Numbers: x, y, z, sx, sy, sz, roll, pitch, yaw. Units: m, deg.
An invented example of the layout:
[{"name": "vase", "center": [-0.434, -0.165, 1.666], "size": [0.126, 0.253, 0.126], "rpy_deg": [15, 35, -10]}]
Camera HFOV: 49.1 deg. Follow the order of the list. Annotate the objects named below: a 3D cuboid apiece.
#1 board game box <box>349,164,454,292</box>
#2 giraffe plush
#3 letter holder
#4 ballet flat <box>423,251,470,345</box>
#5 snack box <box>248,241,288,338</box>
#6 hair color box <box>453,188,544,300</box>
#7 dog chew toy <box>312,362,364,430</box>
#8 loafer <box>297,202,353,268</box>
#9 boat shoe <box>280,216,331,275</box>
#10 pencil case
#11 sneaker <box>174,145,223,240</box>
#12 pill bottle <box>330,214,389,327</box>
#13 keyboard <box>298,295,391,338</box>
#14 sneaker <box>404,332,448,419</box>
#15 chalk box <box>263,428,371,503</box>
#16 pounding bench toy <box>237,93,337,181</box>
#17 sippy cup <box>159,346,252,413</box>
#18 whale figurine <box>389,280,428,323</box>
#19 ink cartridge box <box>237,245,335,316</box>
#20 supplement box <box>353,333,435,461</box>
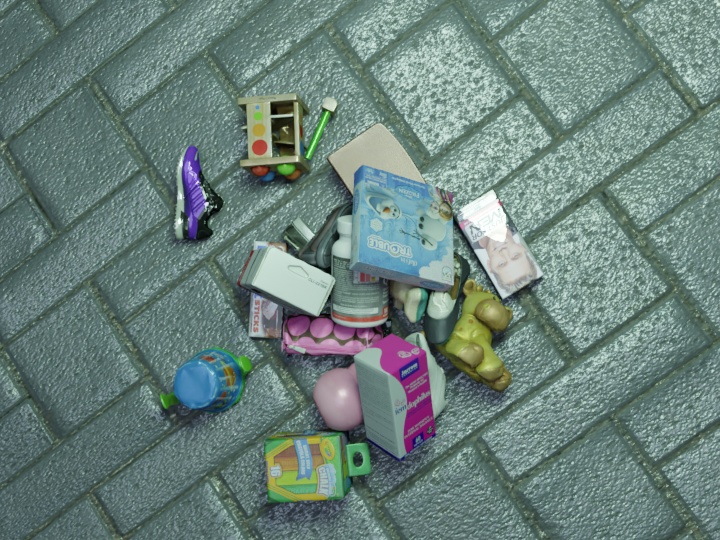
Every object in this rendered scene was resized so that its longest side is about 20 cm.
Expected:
[{"name": "board game box", "center": [0.080, -0.077, 1.462], "size": [0.198, 0.043, 0.201], "rpy_deg": [13, 64, -23]}, {"name": "giraffe plush", "center": [0.234, 0.117, 1.554], "size": [0.199, 0.173, 0.163], "rpy_deg": [28, 79, 42]}, {"name": "letter holder", "center": [0.047, -0.180, 1.608], "size": [0.142, 0.101, 0.201], "rpy_deg": [-34, 83, 3]}, {"name": "ballet flat", "center": [0.161, 0.045, 1.514], "size": [0.072, 0.073, 0.201], "rpy_deg": [18, 57, 8]}, {"name": "snack box", "center": [-0.194, 0.041, 1.665], "size": [0.071, 0.024, 0.202], "rpy_deg": [3, 87, 7]}, {"name": "hair color box", "center": [0.276, -0.052, 1.587], "size": [0.099, 0.061, 0.201], "rpy_deg": [-31, 84, 5]}, {"name": "dog chew toy", "center": [0.005, 0.234, 1.581], "size": [0.199, 0.125, 0.125], "rpy_deg": [-28, 83, -9]}, {"name": "loafer", "center": [-0.064, -0.079, 1.586], "size": [0.062, 0.200, 0.072], "rpy_deg": [5, 127, 21]}, {"name": "boat shoe", "center": [-0.085, -0.021, 1.635], "size": [0.064, 0.071, 0.200], "rpy_deg": [-44, 75, 4]}, {"name": "pencil case", "center": [-0.058, 0.138, 1.582], "size": [0.198, 0.094, 0.092], "rpy_deg": [-1, 105, 15]}, {"name": "sneaker", "center": [-0.339, -0.164, 1.681], "size": [0.098, 0.070, 0.202], "rpy_deg": [3, 91, 1]}, {"name": "pill bottle", "center": [0.000, 0.000, 1.525], "size": [0.115, 0.116, 0.202], "rpy_deg": [3, 104, 8]}, {"name": "keyboard", "center": [-0.033, 0.107, 1.641], "size": [0.198, 0.021, 0.129], "rpy_deg": [3, 87, 7]}, {"name": "sneaker", "center": [0.125, 0.207, 1.558], "size": [0.074, 0.087, 0.202], "rpy_deg": [15, 125, 41]}, {"name": "chalk box", "center": [-0.081, 0.386, 1.579], "size": [0.198, 0.124, 0.126], "rpy_deg": [-6, 86, 8]}, {"name": "pounding bench toy", "center": [-0.140, -0.271, 1.626], "size": [0.198, 0.124, 0.158], "rpy_deg": [-4, 86, 8]}, {"name": "sippy cup", "center": [-0.319, 0.230, 1.618], "size": [0.139, 0.130, 0.179], "rpy_deg": [30, 92, 9]}, {"name": "whale figurine", "center": [0.106, 0.013, 1.550], "size": [0.103, 0.201, 0.160], "rpy_deg": [0, 126, -15]}, {"name": "ink cartridge box", "center": [-0.150, 0.022, 1.549], "size": [0.143, 0.200, 0.084], "rpy_deg": [27, 81, -15]}, {"name": "supplement box", "center": [0.066, 0.239, 1.488], "size": [0.101, 0.103, 0.202], "rpy_deg": [-28, 121, -32]}]
